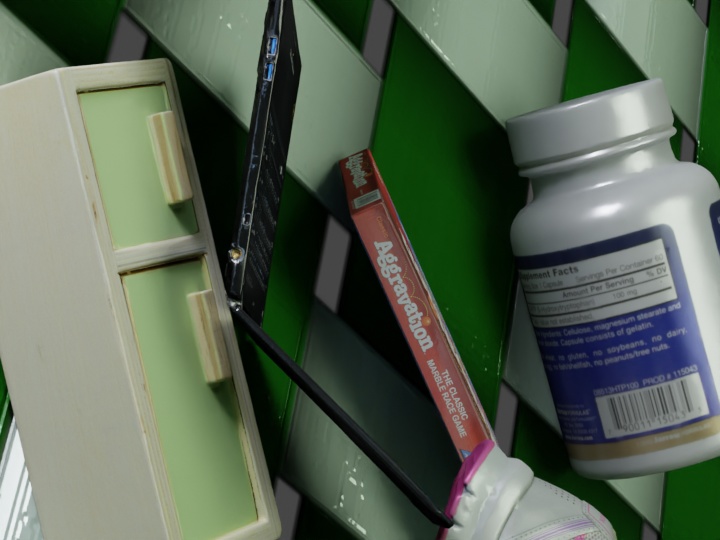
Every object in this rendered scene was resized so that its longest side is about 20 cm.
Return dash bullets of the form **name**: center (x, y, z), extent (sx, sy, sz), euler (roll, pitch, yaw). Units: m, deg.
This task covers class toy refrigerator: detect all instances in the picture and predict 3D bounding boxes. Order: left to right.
- **toy refrigerator**: center (-0.095, 0.021, 0.884), extent (0.076, 0.070, 0.201), euler (-13, 90, -57)

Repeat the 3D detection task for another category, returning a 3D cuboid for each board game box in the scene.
- **board game box**: center (0.039, 0.044, 1.083), extent (0.103, 0.019, 0.201), euler (-100, 166, -72)

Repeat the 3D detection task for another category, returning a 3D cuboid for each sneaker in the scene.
- **sneaker**: center (0.059, 0.182, 0.986), extent (0.081, 0.088, 0.201), euler (-59, 167, -81)

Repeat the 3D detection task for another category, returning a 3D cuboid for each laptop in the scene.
- **laptop**: center (0.000, 0.000, 0.931), extent (0.177, 0.103, 0.201), euler (96, 3, -84)

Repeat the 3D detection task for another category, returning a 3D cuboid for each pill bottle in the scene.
- **pill bottle**: center (0.148, 0.003, 1.216), extent (0.120, 0.119, 0.201), euler (-21, 98, -57)
